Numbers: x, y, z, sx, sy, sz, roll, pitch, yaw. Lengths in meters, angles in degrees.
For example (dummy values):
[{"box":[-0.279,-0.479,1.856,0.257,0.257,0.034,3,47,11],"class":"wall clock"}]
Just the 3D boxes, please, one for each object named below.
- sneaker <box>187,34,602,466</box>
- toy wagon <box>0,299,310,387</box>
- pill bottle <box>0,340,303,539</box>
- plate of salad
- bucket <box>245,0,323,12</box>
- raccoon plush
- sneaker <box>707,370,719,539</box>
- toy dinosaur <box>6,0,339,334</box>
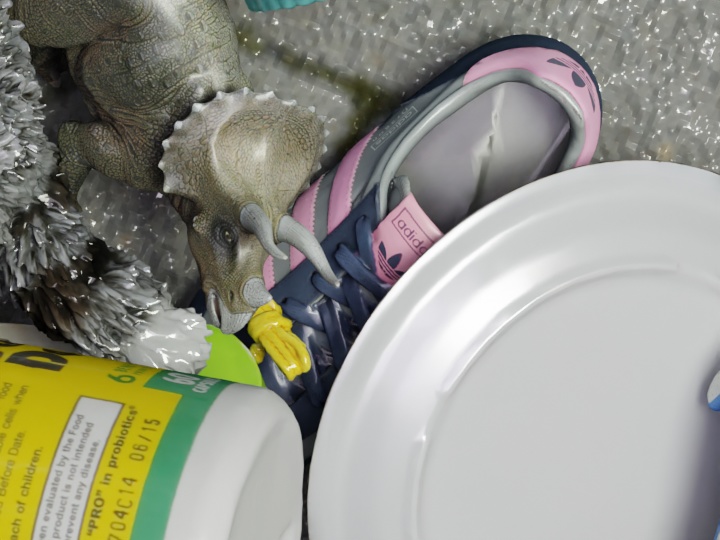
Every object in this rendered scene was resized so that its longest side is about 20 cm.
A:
[{"box":[0.000,0.000,0.891,0.070,0.082,0.200,41,91,-4],"class":"sneaker"},{"box":[-0.099,0.080,0.865,0.200,0.040,0.155,-37,69,-7],"class":"toy wagon"},{"box":[-0.125,0.072,0.789,0.200,0.113,0.113,9,93,12],"class":"pill bottle"},{"box":[0.071,0.057,0.900,0.200,0.048,0.200,-9,114,-22],"class":"plate of salad"},{"box":[0.027,-0.167,0.829,0.207,0.207,0.135,-19,99,-1],"class":"bucket"},{"box":[-0.146,-0.022,0.803,0.200,0.134,0.097,36,128,16],"class":"raccoon plush"},{"box":[0.184,0.099,0.859,0.146,0.081,0.200,-19,92,32],"class":"sneaker"},{"box":[-0.074,-0.074,0.864,0.102,0.077,0.200,-26,92,40],"class":"toy dinosaur"}]
